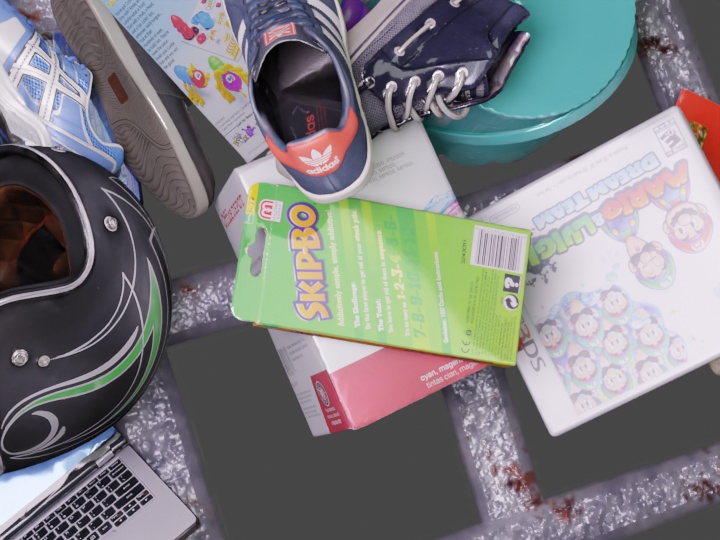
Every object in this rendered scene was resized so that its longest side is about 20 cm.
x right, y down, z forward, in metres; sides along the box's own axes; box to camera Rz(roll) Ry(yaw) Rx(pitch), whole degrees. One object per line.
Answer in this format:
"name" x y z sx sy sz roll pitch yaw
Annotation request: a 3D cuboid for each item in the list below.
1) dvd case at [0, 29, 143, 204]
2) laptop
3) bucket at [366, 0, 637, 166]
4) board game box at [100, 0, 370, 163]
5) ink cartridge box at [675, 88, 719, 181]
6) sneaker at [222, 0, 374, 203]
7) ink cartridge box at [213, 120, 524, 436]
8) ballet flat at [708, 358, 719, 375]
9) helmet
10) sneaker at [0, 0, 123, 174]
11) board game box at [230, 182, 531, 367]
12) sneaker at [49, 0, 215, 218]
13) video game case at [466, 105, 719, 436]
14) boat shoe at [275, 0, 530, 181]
"dvd case" -0.269 -0.103 1.198 0.199 0.018 0.144 -8 85 -13
"laptop" -0.250 0.158 1.124 0.187 0.200 0.116 -39 126 -13
"bucket" 0.107 -0.187 1.226 0.206 0.135 0.209 1 84 -10
"board game box" -0.096 -0.197 1.143 0.200 0.105 0.103 48 50 -10
"ink cartridge box" 0.311 -0.030 1.297 0.173 0.044 0.201 24 79 -9
"sneaker" -0.045 -0.144 1.010 0.075 0.085 0.201 -26 66 6
"ink cartridge box" 0.000 0.000 1.175 0.144 0.145 0.201 -24 89 -14
"ballet flat" 0.236 -0.004 1.253 0.062 0.067 0.200 -47 66 26
"helmet" -0.219 0.022 1.074 0.191 0.200 0.200 -41 92 -29
"sneaker" -0.242 -0.141 1.168 0.077 0.076 0.201 -27 99 -20
"board game box" 0.014 0.003 1.089 0.199 0.030 0.096 10 80 -13
"sneaker" -0.138 -0.146 1.197 0.106 0.075 0.201 -31 99 -35
"video game case" 0.194 0.002 1.220 0.199 0.024 0.183 -28 81 17
"boat shoe" 0.033 -0.125 1.078 0.092 0.075 0.200 30 71 22
